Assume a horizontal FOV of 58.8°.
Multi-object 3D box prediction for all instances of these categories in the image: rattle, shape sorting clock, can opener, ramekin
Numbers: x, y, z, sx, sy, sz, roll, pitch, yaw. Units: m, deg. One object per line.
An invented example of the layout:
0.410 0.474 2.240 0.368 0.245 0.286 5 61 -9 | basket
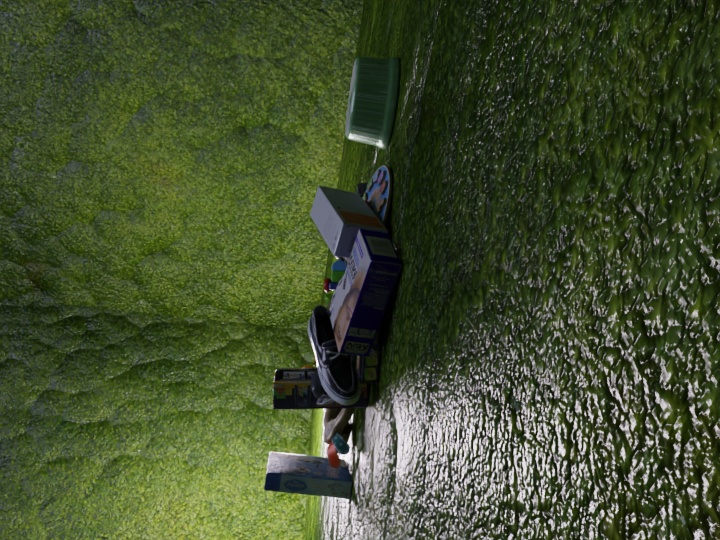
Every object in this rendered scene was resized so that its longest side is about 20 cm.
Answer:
-0.085 0.334 1.492 0.129 0.143 0.202 -21 37 38 | rattle
0.024 -0.126 1.372 0.200 0.039 0.204 -169 90 -77 | shape sorting clock
-0.046 0.194 1.291 0.067 0.053 0.201 59 -152 -19 | can opener
0.023 -0.384 1.451 0.200 0.096 0.204 -173 90 -84 | ramekin

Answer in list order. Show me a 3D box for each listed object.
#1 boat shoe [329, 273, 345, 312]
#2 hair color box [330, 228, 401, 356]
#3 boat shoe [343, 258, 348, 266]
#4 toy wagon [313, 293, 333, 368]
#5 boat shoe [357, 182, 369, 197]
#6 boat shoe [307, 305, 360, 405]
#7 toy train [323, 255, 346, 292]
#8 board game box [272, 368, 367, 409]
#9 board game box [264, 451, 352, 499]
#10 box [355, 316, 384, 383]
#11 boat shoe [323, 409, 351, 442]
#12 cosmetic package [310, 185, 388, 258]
-0.025 0.071 1.304 0.201 0.072 0.066 117 165 -45 | boat shoe
0.005 0.041 1.153 0.110 0.064 0.203 -110 32 -55 | hair color box
0.000 0.000 1.432 0.063 0.070 0.201 59 -174 -42 | boat shoe
-0.080 0.157 1.502 0.201 0.039 0.158 -84 3 -64 | toy wagon
0.002 -0.151 1.573 0.201 0.065 0.071 109 167 -65 | boat shoe
-0.050 0.157 1.219 0.068 0.070 0.202 102 152 -52 | boat shoe
-0.033 -0.005 1.653 0.200 0.083 0.118 -8 -79 -79 | toy train
-0.089 0.253 1.384 0.165 0.196 0.058 -145 56 -84 | board game box
-0.125 0.483 1.519 0.200 0.195 0.044 162 117 -83 | board game box
0.020 0.117 1.262 0.110 0.034 0.204 132 144 -80 | box
-0.066 0.383 1.643 0.201 0.073 0.069 -99 22 -66 | boat shoe
-0.027 -0.098 1.306 0.200 0.100 0.072 -124 47 -56 | cosmetic package
